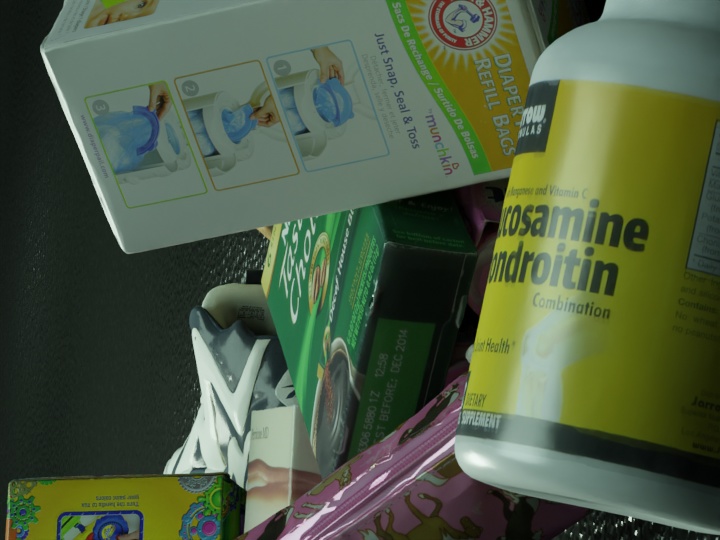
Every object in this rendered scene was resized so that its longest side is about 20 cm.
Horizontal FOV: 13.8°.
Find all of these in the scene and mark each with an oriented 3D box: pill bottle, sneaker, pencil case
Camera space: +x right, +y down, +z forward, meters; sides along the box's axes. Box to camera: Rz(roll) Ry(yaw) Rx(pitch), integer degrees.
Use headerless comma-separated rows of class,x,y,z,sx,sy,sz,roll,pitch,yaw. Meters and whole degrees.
pill bottle,0.104,-0.017,1.012,0.112,0.111,0.201,171,112,-75
sneaker,-0.063,0.067,1.680,0.199,0.079,0.131,162,105,-74
pencil case,0.020,0.098,1.180,0.200,0.087,0.083,-38,14,17

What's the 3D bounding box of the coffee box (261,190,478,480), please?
coffee box,0.000,0.000,1.289,0.200,0.044,0.124,-109,29,-61

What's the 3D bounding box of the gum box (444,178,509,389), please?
gum box,0.049,0.026,1.314,0.114,0.066,0.201,-102,22,-50

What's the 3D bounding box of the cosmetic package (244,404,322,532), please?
cosmetic package,-0.010,0.169,1.454,0.103,0.087,0.202,157,117,-75

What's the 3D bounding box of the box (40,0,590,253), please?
box,-0.012,-0.094,1.224,0.113,0.199,0.102,-74,-32,-56

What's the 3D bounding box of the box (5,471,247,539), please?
box,-0.105,0.223,1.589,0.200,0.121,0.194,52,-143,-70

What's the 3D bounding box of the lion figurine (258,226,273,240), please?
lion figurine,-0.042,-0.057,1.580,0.073,0.122,0.200,-48,2,-29
